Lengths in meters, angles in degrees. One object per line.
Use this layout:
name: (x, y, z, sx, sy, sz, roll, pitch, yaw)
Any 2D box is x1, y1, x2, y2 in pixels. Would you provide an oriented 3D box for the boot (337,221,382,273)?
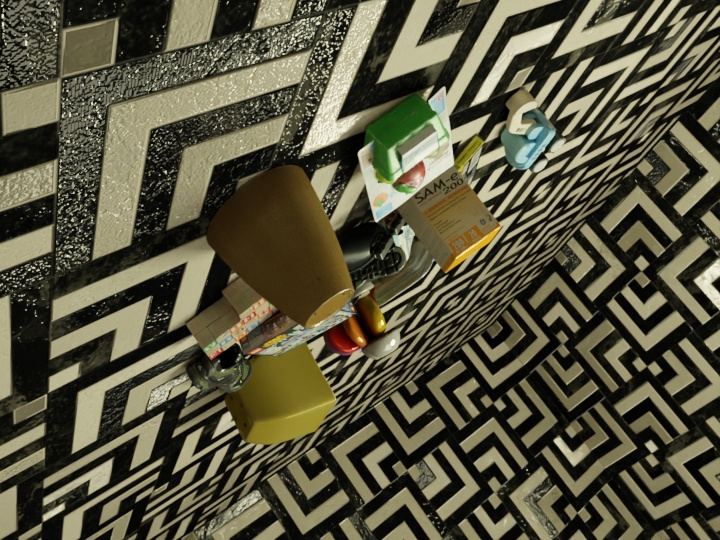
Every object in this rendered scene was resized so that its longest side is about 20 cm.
boot: (-0.045, -0.037, 1.467, 0.198, 0.077, 0.168, -33, 168, -1)

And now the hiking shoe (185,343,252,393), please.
hiking shoe: (-0.269, 0.198, 1.605, 0.100, 0.076, 0.199, -40, 164, 17)

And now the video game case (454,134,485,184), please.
video game case: (0.191, -0.175, 1.661, 0.181, 0.025, 0.201, -49, 167, -15)

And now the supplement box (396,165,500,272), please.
supplement box: (0.157, -0.117, 1.484, 0.125, 0.201, 0.074, -32, 167, -23)

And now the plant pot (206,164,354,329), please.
plant pot: (-0.104, -0.018, 1.168, 0.185, 0.201, 0.187, -34, 164, -11)

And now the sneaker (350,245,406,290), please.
sneaker: (0.000, 0.000, 1.624, 0.195, 0.077, 0.079, -13, -177, -3)

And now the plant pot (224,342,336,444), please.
plant pot: (-0.206, 0.300, 1.832, 0.197, 0.198, 0.195, -20, 157, -32)

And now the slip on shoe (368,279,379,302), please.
slip on shoe: (-0.007, 0.087, 1.915, 0.061, 0.075, 0.200, -18, 159, -43)

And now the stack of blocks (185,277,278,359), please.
stack of blocks: (-0.215, 0.068, 1.403, 0.198, 0.059, 0.116, -36, 164, -11)

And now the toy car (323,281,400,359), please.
toy car: (-0.012, 0.124, 1.697, 0.148, 0.177, 0.200, -30, 175, -9)

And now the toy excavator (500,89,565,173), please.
toy excavator: (0.351, -0.298, 1.655, 0.197, 0.101, 0.196, -13, 150, -40)

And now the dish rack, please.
dish rack: (0.104, -0.011, 1.808, 0.171, 0.044, 0.201, -37, -169, 31)

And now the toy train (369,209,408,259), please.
toy train: (0.070, -0.098, 1.522, 0.202, 0.045, 0.034, -58, 142, -33)

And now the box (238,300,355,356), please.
box: (-0.122, 0.107, 1.502, 0.198, 0.041, 0.136, -30, 161, 20)

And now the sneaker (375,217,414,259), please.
sneaker: (0.096, -0.082, 1.676, 0.086, 0.078, 0.200, -42, 165, -2)

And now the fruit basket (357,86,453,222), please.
fruit basket: (0.085, -0.184, 1.290, 0.184, 0.094, 0.201, -36, 144, -11)

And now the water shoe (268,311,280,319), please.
water shoe: (-0.167, 0.107, 1.642, 0.077, 0.073, 0.201, -6, 158, -9)
